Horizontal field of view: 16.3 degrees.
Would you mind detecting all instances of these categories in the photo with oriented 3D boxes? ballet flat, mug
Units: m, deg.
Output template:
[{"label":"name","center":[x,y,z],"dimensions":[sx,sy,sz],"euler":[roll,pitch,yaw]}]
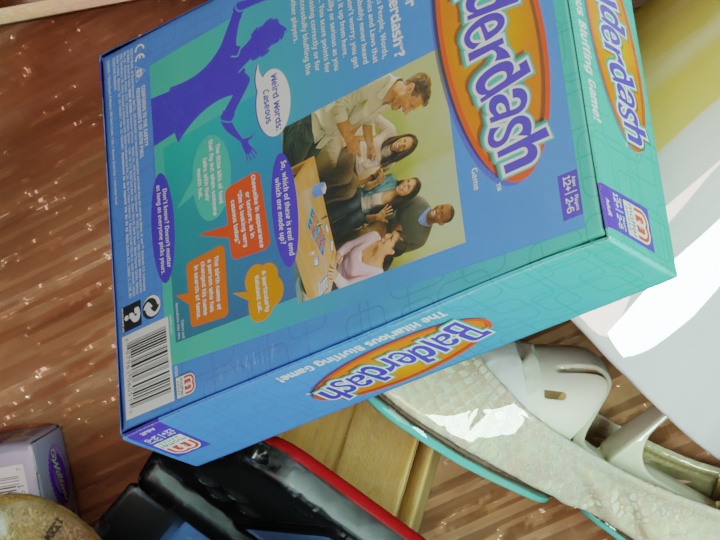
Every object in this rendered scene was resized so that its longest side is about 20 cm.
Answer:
[{"label":"ballet flat","center":[0.089,0.061,0.946],"dimensions":[0.199,0.068,0.062],"euler":[31,107,-23]},{"label":"mug","center":[0.122,-0.049,0.870],"dimensions":[0.153,0.150,0.186],"euler":[-43,119,9]}]

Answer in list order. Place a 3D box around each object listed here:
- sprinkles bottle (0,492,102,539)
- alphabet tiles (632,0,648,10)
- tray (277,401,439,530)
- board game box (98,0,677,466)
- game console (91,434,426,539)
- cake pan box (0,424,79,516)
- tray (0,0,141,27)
[{"label":"sprinkles bottle","center":[-0.163,0.170,0.941],"dimensions":[0.068,0.068,0.200],"euler":[40,122,3]},{"label":"alphabet tiles","center":[0.047,-0.185,0.975],"dimensions":[0.165,0.006,0.201],"euler":[-23,92,11]},{"label":"tray","center":[0.000,0.000,0.984],"dimensions":[0.098,0.037,0.201],"euler":[17,101,7]},{"label":"board game box","center":[0.002,-0.038,0.841],"dimensions":[0.199,0.045,0.153],"euler":[-23,60,32]},{"label":"game console","center":[-0.016,0.162,0.945],"dimensions":[0.200,0.172,0.119],"euler":[37,74,-17]},{"label":"cake pan box","center":[-0.196,0.170,1.037],"dimensions":[0.183,0.052,0.202],"euler":[-12,95,9]},{"label":"tray","center":[-0.124,-0.202,0.988],"dimensions":[0.098,0.037,0.202],"euler":[-9,96,10]}]
